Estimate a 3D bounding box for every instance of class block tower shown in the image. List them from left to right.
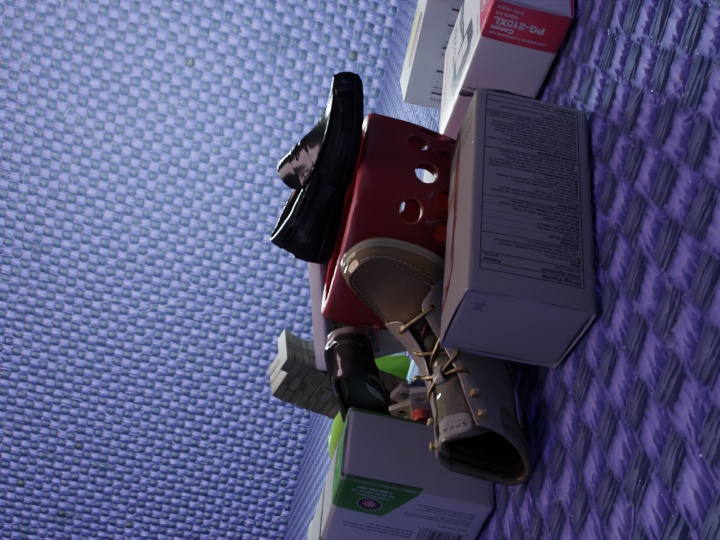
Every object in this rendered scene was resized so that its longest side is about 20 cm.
[{"bbox_3d":[-0.011,0.136,1.026,0.058,0.198,0.054,-54,25,22],"label":"block tower"}]

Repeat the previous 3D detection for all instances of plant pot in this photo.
[{"bbox_3d":[0.067,-0.035,0.888,0.200,0.179,0.204,-169,90,-85],"label":"plant pot"}]

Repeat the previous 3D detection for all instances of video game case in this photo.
[{"bbox_3d":[0.000,0.000,1.035,0.181,0.022,0.204,-5,-89,-57],"label":"video game case"}]

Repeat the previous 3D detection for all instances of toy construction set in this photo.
[{"bbox_3d":[0.084,0.109,0.969,0.201,0.091,0.133,-69,-4,-52],"label":"toy construction set"}]

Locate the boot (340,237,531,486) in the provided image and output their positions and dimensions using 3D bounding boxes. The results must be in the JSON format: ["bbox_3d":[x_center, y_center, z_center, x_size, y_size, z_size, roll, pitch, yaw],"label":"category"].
[{"bbox_3d":[0.064,0.074,0.745,0.072,0.199,0.156,-37,30,29],"label":"boot"}]

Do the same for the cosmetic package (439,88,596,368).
[{"bbox_3d":[0.124,-0.037,0.732,0.088,0.102,0.203,108,173,-54],"label":"cosmetic package"}]

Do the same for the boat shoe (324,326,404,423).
[{"bbox_3d":[0.004,0.141,0.948,0.202,0.066,0.058,70,-165,-44],"label":"boat shoe"}]

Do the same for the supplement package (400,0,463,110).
[{"bbox_3d":[0.127,-0.319,1.197,0.114,0.108,0.203,-91,13,-66],"label":"supplement package"}]

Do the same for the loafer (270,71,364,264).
[{"bbox_3d":[-0.041,-0.091,0.837,0.069,0.069,0.202,-83,7,-50],"label":"loafer"}]

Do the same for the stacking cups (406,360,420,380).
[{"bbox_3d":[0.076,0.126,1.103,0.061,0.059,0.204,-108,29,-78],"label":"stacking cups"}]

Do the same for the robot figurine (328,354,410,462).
[{"bbox_3d":[0.021,0.207,1.223,0.176,0.114,0.202,-120,35,-42],"label":"robot figurine"}]

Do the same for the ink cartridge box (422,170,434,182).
[{"bbox_3d":[0.098,-0.050,1.309,0.176,0.044,0.204,133,148,-78],"label":"ink cartridge box"}]

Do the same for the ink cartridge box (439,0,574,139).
[{"bbox_3d":[0.148,-0.243,0.958,0.201,0.083,0.147,109,171,-54],"label":"ink cartridge box"}]

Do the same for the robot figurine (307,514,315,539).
[{"bbox_3d":[-0.009,0.378,1.182,0.126,0.149,0.201,-59,14,21],"label":"robot figurine"}]

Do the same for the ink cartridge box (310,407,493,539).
[{"bbox_3d":[0.033,0.239,0.898,0.084,0.144,0.202,-84,9,-47],"label":"ink cartridge box"}]
